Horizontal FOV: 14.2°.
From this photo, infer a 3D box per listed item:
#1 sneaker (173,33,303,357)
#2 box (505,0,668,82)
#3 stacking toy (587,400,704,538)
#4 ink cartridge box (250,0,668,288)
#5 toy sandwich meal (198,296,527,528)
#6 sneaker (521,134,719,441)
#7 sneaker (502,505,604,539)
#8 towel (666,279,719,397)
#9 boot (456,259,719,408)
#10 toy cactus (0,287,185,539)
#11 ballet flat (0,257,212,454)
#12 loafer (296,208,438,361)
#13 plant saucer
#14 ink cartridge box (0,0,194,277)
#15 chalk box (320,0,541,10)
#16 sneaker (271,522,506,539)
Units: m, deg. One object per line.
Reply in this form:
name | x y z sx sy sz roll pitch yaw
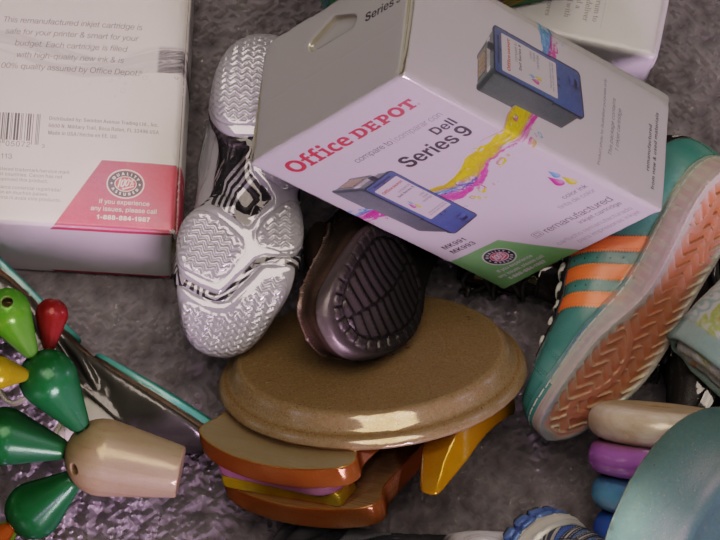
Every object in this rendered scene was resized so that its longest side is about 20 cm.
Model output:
sneaker | -0.069 -0.037 1.779 0.075 0.115 0.200 9 78 0
box | 0.087 -0.169 1.816 0.200 0.152 0.106 13 69 0
stacking toy | 0.168 0.179 1.708 0.085 0.085 0.200 5 93 -2
ink cartridge box | 0.058 -0.082 1.680 0.200 0.145 0.088 28 54 -30
toy sandwich meal | 0.006 0.082 1.733 0.205 0.070 0.205 -4 24 2
sneaker | 0.151 0.007 1.743 0.080 0.071 0.200 34 88 39
sneaker | 0.105 0.240 1.664 0.077 0.085 0.200 10 92 -42
towel | 0.308 0.046 1.708 0.171 0.048 0.200 -42 66 -13
boot | 0.146 0.016 1.804 0.174 0.069 0.200 6 68 6
toy cactus | -0.185 0.101 1.694 0.165 0.102 0.200 11 109 0
ballet flat | -0.177 0.066 1.755 0.200 0.068 0.068 37 85 6
loafer | 0.000 0.000 1.759 0.071 0.200 0.073 -17 109 26
plant saucer | 0.201 0.180 1.662 0.036 0.200 0.200 13 64 37
ink cartridge box | -0.180 -0.105 1.810 0.146 0.083 0.200 3 69 -2
chalk box | 0.024 -0.218 1.685 0.200 0.124 0.124 -12 72 -7
sneaker | 0.021 0.179 1.716 0.200 0.114 0.076 4 99 -37
